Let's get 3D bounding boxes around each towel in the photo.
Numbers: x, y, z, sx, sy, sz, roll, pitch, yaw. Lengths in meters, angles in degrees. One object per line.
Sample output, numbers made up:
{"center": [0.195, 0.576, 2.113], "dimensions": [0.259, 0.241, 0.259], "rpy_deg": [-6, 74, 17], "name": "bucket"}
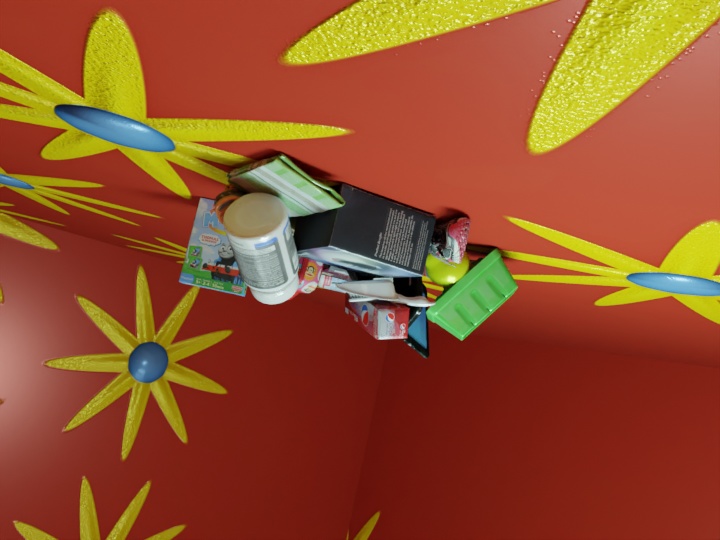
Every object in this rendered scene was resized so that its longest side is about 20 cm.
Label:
{"center": [-0.131, -0.145, 1.151], "dimensions": [0.149, 0.031, 0.200], "rpy_deg": [31, 161, -30], "name": "towel"}

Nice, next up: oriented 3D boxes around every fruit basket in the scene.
{"center": [0.207, 0.020, 1.418], "dimensions": [0.215, 0.216, 0.156], "rpy_deg": [11, 171, 10], "name": "fruit basket"}

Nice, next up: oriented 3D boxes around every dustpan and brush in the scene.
{"center": [0.047, 0.046, 1.307], "dimensions": [0.199, 0.057, 0.140], "rpy_deg": [-3, 180, 2], "name": "dustpan and brush"}

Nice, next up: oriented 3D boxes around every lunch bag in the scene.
{"center": [-0.178, -0.014, 1.679], "dimensions": [0.082, 0.177, 0.200], "rpy_deg": [19, 169, -42], "name": "lunch bag"}

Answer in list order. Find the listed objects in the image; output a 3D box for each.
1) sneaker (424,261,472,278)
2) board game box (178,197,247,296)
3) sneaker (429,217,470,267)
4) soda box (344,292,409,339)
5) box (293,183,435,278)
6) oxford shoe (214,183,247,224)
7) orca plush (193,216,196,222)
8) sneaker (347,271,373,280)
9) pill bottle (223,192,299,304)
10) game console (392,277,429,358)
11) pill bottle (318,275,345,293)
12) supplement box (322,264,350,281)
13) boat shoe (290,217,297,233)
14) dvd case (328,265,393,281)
{"center": [0.253, 0.010, 1.614], "dimensions": [0.200, 0.073, 0.071], "rpy_deg": [17, -173, 42], "name": "sneaker"}
{"center": [-0.316, -0.055, 1.522], "dimensions": [0.151, 0.201, 0.037], "rpy_deg": [11, 171, 5], "name": "board game box"}
{"center": [0.156, -0.054, 1.237], "dimensions": [0.074, 0.081, 0.200], "rpy_deg": [14, 173, 1], "name": "sneaker"}
{"center": [0.031, 0.083, 1.379], "dimensions": [0.070, 0.064, 0.200], "rpy_deg": [-1, -167, -20], "name": "soda box"}
{"center": [-0.002, -0.065, 1.253], "dimensions": [0.198, 0.124, 0.200], "rpy_deg": [18, 170, -24], "name": "box"}
{"center": [-0.240, -0.132, 1.251], "dimensions": [0.071, 0.073, 0.200], "rpy_deg": [-32, 177, 4], "name": "oxford shoe"}
{"center": [-0.301, -0.094, 1.613], "dimensions": [0.199, 0.071, 0.105], "rpy_deg": [-1, -166, -10], "name": "orca plush"}
{"center": [0.000, 0.000, 1.465], "dimensions": [0.075, 0.088, 0.200], "rpy_deg": [3, 150, 1], "name": "sneaker"}
{"center": [-0.173, -0.034, 1.210], "dimensions": [0.113, 0.114, 0.200], "rpy_deg": [10, 143, 13], "name": "pill bottle"}
{"center": [0.133, 0.059, 1.452], "dimensions": [0.116, 0.201, 0.176], "rpy_deg": [14, 141, -16], "name": "game console"}
{"center": [-0.014, 0.015, 1.879], "dimensions": [0.199, 0.109, 0.109], "rpy_deg": [12, 172, -3], "name": "pill bottle"}
{"center": [-0.033, -0.028, 1.684], "dimensions": [0.110, 0.086, 0.200], "rpy_deg": [14, 171, -16], "name": "supplement box"}
{"center": [-0.089, -0.083, 1.375], "dimensions": [0.200, 0.074, 0.066], "rpy_deg": [38, 178, -9], "name": "boat shoe"}
{"center": [0.043, -0.027, 1.531], "dimensions": [0.199, 0.025, 0.150], "rpy_deg": [14, 139, -16], "name": "dvd case"}
